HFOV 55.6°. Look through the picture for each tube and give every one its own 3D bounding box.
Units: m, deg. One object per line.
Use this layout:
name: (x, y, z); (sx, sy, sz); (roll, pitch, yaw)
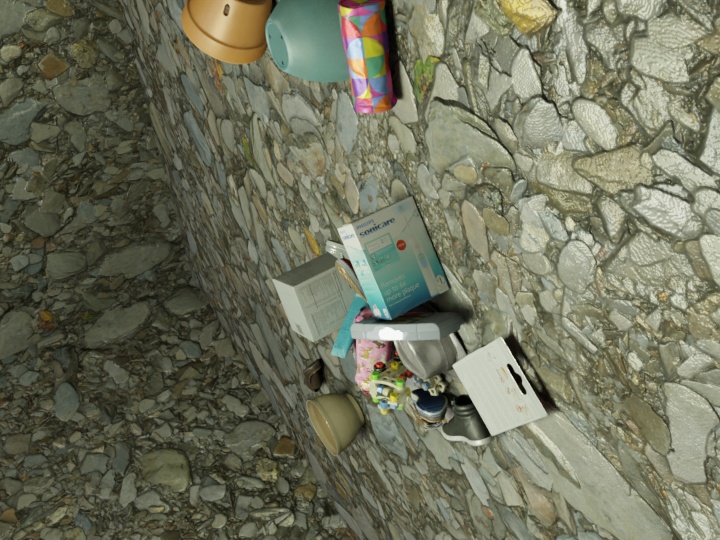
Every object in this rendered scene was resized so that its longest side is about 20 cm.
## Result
tube: (-0.012, 0.112, 1.613); (0.050, 0.201, 0.077); (30, 167, -17)

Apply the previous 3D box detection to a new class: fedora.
fedora: (0.134, 0.162, 1.462); (0.201, 0.090, 0.177); (58, 158, 15)

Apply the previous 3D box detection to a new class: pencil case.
pencil case: (0.015, -0.372, 1.169); (0.088, 0.088, 0.201); (39, 145, 47)
pencil case: (0.028, 0.183, 1.571); (0.086, 0.083, 0.201); (12, 122, 24)

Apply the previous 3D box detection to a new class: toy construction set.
toy construction set: (0.097, 0.243, 1.509); (0.131, 0.199, 0.093); (23, 113, 43)

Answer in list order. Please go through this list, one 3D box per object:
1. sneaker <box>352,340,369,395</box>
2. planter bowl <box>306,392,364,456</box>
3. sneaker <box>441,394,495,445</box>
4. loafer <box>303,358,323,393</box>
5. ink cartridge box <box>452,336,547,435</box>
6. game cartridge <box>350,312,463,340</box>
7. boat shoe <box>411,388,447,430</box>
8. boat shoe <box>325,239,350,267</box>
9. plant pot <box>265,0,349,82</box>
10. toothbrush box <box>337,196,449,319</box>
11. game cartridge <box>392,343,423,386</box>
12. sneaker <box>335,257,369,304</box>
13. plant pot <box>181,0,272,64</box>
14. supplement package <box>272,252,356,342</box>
sneaker: (0.023, 0.214, 1.678); (0.075, 0.080, 0.202); (-127, 27, -65)
planter bowl: (-0.071, 0.484, 2.234); (0.200, 0.134, 0.201); (49, 153, 35)
sneaker: (0.221, 0.313, 1.472); (0.200, 0.070, 0.100); (155, 100, -72)
loafer: (-0.155, 0.376, 2.418); (0.071, 0.073, 0.200); (45, 159, 17)
ink cartridge box: (0.269, 0.213, 1.286); (0.163, 0.050, 0.200); (61, 150, 11)
game cartridge: (0.087, 0.110, 1.349); (0.199, 0.133, 0.041); (-3, 99, 31)
boat shoe: (0.162, 0.322, 1.559); (0.200, 0.072, 0.073); (-128, 29, -87)
boat shoe: (0.000, 0.000, 1.503); (0.201, 0.065, 0.074); (35, 173, -29)
plant pot: (-0.099, -0.440, 1.281); (0.200, 0.134, 0.201); (50, 155, 34)
toothbrush box: (0.065, -0.024, 1.344); (0.201, 0.146, 0.085); (67, 159, -5)
game cartridge: (0.087, 0.175, 1.644); (0.133, 0.041, 0.201); (6, 119, 62)
sneaker: (0.038, 0.013, 1.446); (0.200, 0.112, 0.071); (46, 177, -35)
plant pot: (-0.277, -0.577, 1.498); (0.201, 0.199, 0.140); (59, 141, 14)
supplement package: (-0.084, 0.055, 1.700); (0.152, 0.199, 0.152); (16, 129, 63)
